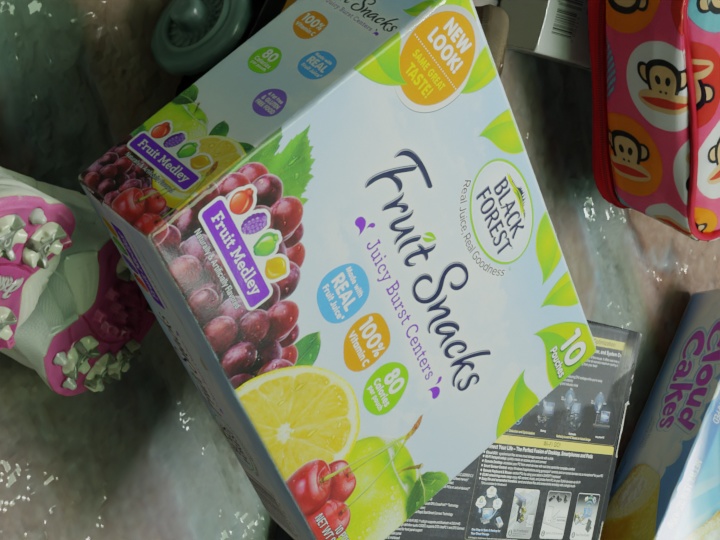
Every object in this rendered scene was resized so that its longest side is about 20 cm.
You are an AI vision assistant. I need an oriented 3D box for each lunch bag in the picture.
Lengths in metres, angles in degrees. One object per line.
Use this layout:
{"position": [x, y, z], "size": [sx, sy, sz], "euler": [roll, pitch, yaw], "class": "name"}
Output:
{"position": [0.197, -0.106, 1.097], "size": [0.199, 0.082, 0.178], "euler": [-31, 129, -34], "class": "lunch bag"}

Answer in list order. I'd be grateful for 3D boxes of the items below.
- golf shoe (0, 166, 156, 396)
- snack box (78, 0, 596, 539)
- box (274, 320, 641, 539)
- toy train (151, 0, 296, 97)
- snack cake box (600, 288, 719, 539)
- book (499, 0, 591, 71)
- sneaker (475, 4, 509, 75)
{"position": [-0.129, -0.010, 0.805], "size": [0.076, 0.091, 0.200], "euler": [-56, 161, -1], "class": "golf shoe"}
{"position": [0.000, 0.000, 0.822], "size": [0.142, 0.053, 0.201], "euler": [-41, 137, -15], "class": "snack box"}
{"position": [0.047, 0.093, 1.049], "size": [0.199, 0.049, 0.163], "euler": [10, 93, -50], "class": "box"}
{"position": [-0.001, -0.122, 0.893], "size": [0.085, 0.113, 0.201], "euler": [44, 66, -44], "class": "toy train"}
{"position": [0.196, 0.123, 1.184], "size": [0.115, 0.067, 0.201], "euler": [31, 73, -20], "class": "snack cake box"}
{"position": [0.152, -0.158, 1.116], "size": [0.199, 0.048, 0.135], "euler": [9, 95, -49], "class": "book"}
{"position": [0.008, -0.045, 0.954], "size": [0.071, 0.075, 0.201], "euler": [102, 8, -54], "class": "sneaker"}
